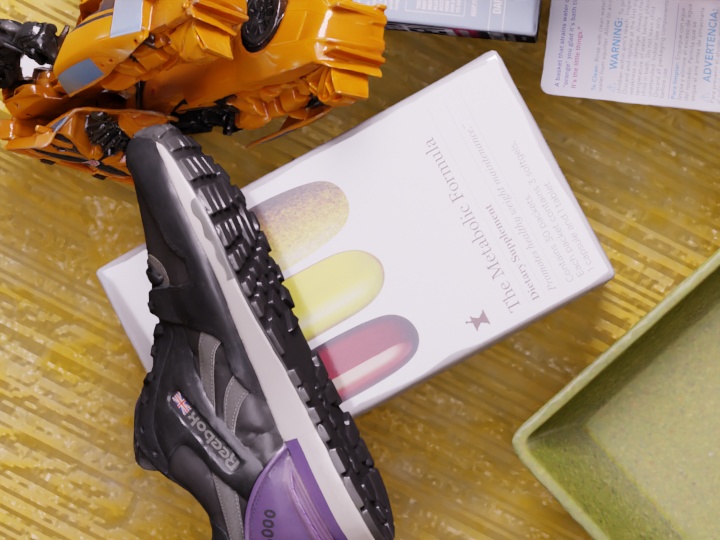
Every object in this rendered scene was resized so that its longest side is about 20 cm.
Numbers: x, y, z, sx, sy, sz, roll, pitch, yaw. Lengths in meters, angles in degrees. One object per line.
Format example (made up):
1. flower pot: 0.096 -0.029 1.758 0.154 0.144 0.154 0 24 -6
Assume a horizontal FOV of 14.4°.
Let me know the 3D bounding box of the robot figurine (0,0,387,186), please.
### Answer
1. robot figurine: -0.086 -0.085 1.240 0.144 0.200 0.059 15 69 -33

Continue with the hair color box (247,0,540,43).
1. hair color box: -0.016 -0.142 1.283 0.199 0.099 0.061 7 93 4

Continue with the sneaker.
1. sneaker: -0.067 0.041 1.182 0.087 0.076 0.201 -25 90 11

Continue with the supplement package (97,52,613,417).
1. supplement package: 0.000 0.000 1.274 0.199 0.110 0.114 -29 90 4

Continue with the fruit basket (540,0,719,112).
1. fruit basket: 0.186 -0.157 1.234 0.199 0.094 0.187 7 94 19

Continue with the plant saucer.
1. plant saucer: 0.202 0.076 1.285 0.200 0.048 0.200 -42 101 7
